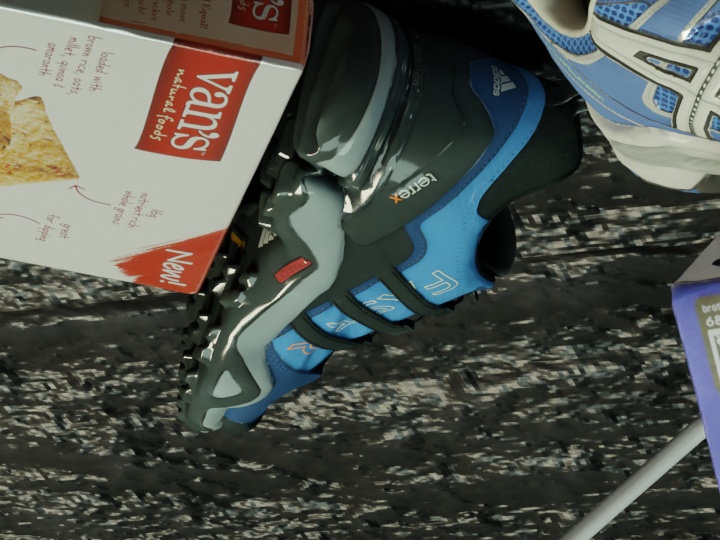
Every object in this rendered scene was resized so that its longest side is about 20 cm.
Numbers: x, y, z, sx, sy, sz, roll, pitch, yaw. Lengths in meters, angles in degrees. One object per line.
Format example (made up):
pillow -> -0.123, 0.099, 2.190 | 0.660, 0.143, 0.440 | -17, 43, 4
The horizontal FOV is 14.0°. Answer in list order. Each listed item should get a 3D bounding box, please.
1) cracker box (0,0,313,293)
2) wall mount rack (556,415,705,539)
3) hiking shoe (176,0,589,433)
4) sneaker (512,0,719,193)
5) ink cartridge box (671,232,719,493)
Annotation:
cracker box -> -0.123, -0.062, 0.793 | 0.200, 0.058, 0.134 | 10, 151, -11
wall mount rack -> 0.151, 0.096, 1.021 | 0.174, 0.075, 0.200 | -9, 148, 23
hiking shoe -> 0.000, 0.000, 0.870 | 0.087, 0.074, 0.200 | 13, 150, -13
sneaker -> 0.101, -0.059, 0.703 | 0.077, 0.076, 0.200 | 41, 160, -24
ink cartridge box -> 0.164, 0.007, 0.741 | 0.136, 0.076, 0.200 | -10, -168, 25
